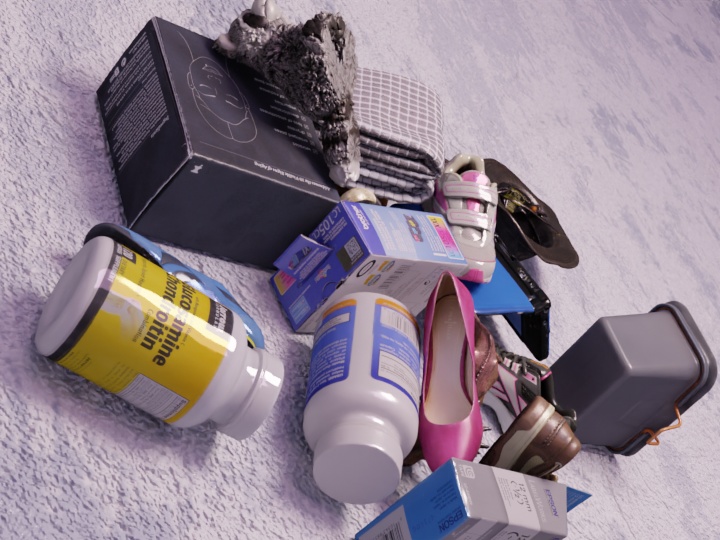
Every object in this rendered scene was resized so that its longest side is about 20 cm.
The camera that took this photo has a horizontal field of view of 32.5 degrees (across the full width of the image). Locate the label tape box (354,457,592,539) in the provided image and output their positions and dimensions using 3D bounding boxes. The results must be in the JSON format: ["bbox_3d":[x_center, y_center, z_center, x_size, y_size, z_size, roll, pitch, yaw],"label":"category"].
[{"bbox_3d":[0.116,0.253,1.158,0.199,0.143,0.067,21,39,-36],"label":"label tape box"}]

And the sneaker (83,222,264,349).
[{"bbox_3d":[-0.173,0.023,1.155,0.200,0.066,0.079,39,20,-13],"label":"sneaker"}]

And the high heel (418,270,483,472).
[{"bbox_3d":[0.086,0.101,1.206,0.096,0.067,0.201,70,26,-48],"label":"high heel"}]

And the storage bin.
[{"bbox_3d":[0.310,0.142,1.493,0.133,0.200,0.146,2,51,-35],"label":"storage bin"}]

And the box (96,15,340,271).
[{"bbox_3d":[-0.149,-0.129,1.289,0.199,0.124,0.198,16,40,-41],"label":"box"}]

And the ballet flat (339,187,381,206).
[{"bbox_3d":[-0.012,-0.063,1.371,0.200,0.066,0.057,94,-24,-81],"label":"ballet flat"}]

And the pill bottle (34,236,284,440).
[{"bbox_3d":[-0.168,0.065,1.058,0.199,0.112,0.113,32,34,-22],"label":"pill bottle"}]

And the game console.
[{"bbox_3d":[0.132,0.015,1.495,0.117,0.171,0.201,-24,51,-12],"label":"game console"}]

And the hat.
[{"bbox_3d":[0.206,-0.058,1.689,0.200,0.081,0.201,38,24,-20],"label":"hat"}]

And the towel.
[{"bbox_3d":[0.003,-0.175,1.458,0.198,0.086,0.166,17,37,-11],"label":"towel"}]

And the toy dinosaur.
[{"bbox_3d":[0.108,0.125,1.294,0.085,0.202,0.136,20,-9,3],"label":"toy dinosaur"}]

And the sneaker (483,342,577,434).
[{"bbox_3d":[0.180,0.126,1.439,0.200,0.086,0.080,50,29,6],"label":"sneaker"}]

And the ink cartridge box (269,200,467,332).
[{"bbox_3d":[0.000,0.000,1.312,0.199,0.136,0.077,3,49,-49],"label":"ink cartridge box"}]

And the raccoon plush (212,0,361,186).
[{"bbox_3d":[-0.079,-0.185,1.280,0.097,0.133,0.202,9,78,-66],"label":"raccoon plush"}]

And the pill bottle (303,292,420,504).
[{"bbox_3d":[0.002,0.124,1.199,0.112,0.112,0.201,33,34,-21],"label":"pill bottle"}]

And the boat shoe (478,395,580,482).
[{"bbox_3d":[0.156,0.203,1.221,0.075,0.203,0.075,38,59,8],"label":"boat shoe"}]

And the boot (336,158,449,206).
[{"bbox_3d":[0.044,-0.103,1.551,0.188,0.068,0.200,43,32,-8],"label":"boot"}]

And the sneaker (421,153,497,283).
[{"bbox_3d":[0.118,-0.066,1.424,0.081,0.089,0.201,9,38,-16],"label":"sneaker"}]
